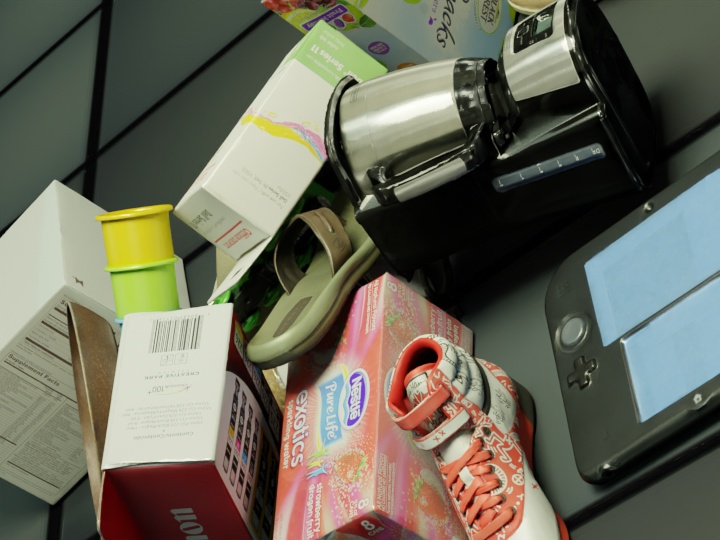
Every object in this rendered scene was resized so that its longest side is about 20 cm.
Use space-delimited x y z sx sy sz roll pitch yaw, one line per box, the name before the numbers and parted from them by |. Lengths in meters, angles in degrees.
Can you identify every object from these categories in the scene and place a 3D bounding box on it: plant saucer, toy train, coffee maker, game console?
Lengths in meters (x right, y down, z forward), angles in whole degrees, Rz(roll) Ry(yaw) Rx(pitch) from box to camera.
plant saucer | -0.201 0.121 1.651 0.200 0.034 0.201 172 90 -80
toy train | -0.084 0.010 1.632 0.200 0.042 0.056 -50 18 24
coffee maker | 0.103 -0.082 1.458 0.199 0.192 0.135 -17 53 23
game console | 0.203 0.022 1.332 0.200 0.031 0.177 -37 36 30

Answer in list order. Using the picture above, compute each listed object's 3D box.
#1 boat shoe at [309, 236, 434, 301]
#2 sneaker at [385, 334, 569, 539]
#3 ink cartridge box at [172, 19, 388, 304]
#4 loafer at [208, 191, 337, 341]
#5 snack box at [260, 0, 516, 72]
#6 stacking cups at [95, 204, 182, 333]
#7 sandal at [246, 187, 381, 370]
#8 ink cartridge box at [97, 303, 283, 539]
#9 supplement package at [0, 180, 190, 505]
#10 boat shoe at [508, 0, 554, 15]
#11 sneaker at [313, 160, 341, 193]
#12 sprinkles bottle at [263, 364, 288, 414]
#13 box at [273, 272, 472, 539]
boat shoe | 0.000 0.000 1.601 0.057 0.068 0.200 -57 25 8
sneaker | 0.069 0.129 1.345 0.067 0.108 0.202 -38 36 26
ink cartridge box | -0.072 -0.079 1.560 0.200 0.067 0.117 -56 8 -17
loafer | -0.092 -0.002 1.718 0.076 0.068 0.201 6 67 55
snack box | 0.032 -0.231 1.628 0.068 0.200 0.169 -20 48 44
stacking cups | -0.155 0.052 1.590 0.060 0.060 0.201 1 102 54
sandal | -0.031 -0.009 1.492 0.080 0.057 0.201 -29 19 38
ink cartridge box | -0.108 0.155 1.468 0.083 0.200 0.176 -6 51 13
supplement package | -0.265 0.064 1.818 0.200 0.150 0.152 -44 34 21
boat shoe | 0.171 -0.246 1.577 0.200 0.069 0.074 -11 53 49
sneaker | -0.038 -0.106 1.677 0.200 0.077 0.076 -43 -9 -19
sprinkles bottle | -0.090 0.108 1.619 0.200 0.068 0.068 -33 39 34
box | 0.011 0.118 1.446 0.102 0.095 0.201 -30 41 35
